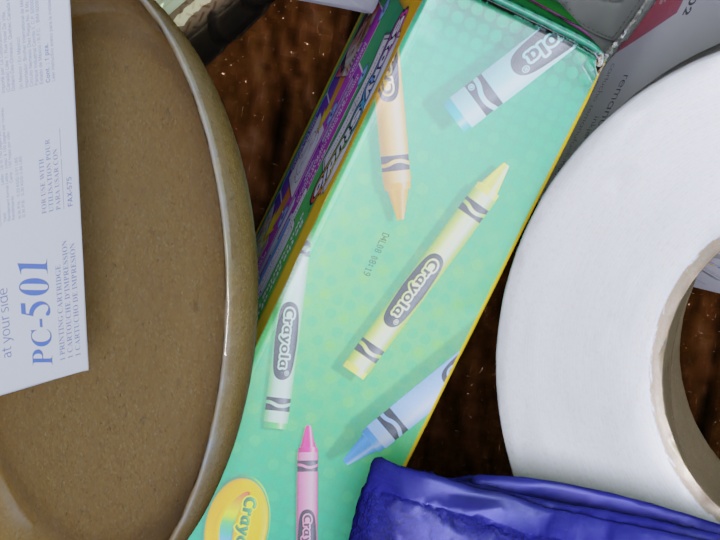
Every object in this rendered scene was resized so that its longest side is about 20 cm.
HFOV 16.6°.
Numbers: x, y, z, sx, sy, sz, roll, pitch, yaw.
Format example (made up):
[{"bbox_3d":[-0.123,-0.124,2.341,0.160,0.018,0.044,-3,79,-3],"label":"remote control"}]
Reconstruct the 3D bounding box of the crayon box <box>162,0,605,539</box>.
[{"bbox_3d":[0.000,0.000,0.773,0.058,0.119,0.201,24,102,-10],"label":"crayon box"}]

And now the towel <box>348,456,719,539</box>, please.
[{"bbox_3d":[0.053,0.162,0.691,0.147,0.050,0.202,13,90,8],"label":"towel"}]

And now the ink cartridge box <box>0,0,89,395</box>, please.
[{"bbox_3d":[-0.119,-0.073,0.689,0.044,0.094,0.201,-16,119,-30],"label":"ink cartridge box"}]

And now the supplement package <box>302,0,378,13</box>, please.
[{"bbox_3d":[-0.032,-0.201,0.745,0.119,0.121,0.201,10,65,-7],"label":"supplement package"}]

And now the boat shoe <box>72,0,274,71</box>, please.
[{"bbox_3d":[-0.039,-0.133,0.819,0.076,0.072,0.200,46,70,0],"label":"boat shoe"}]

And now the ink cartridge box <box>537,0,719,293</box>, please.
[{"bbox_3d":[0.148,-0.050,0.794,0.067,0.200,0.117,30,84,-24],"label":"ink cartridge box"}]

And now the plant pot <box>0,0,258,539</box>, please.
[{"bbox_3d":[-0.087,0.005,0.746,0.027,0.199,0.202,-1,92,-38],"label":"plant pot"}]

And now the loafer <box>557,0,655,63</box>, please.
[{"bbox_3d":[0.075,-0.114,0.842,0.070,0.070,0.201,32,84,-14],"label":"loafer"}]

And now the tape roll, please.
[{"bbox_3d":[0.138,0.028,0.706,0.201,0.037,0.205,3,102,16],"label":"tape roll"}]
